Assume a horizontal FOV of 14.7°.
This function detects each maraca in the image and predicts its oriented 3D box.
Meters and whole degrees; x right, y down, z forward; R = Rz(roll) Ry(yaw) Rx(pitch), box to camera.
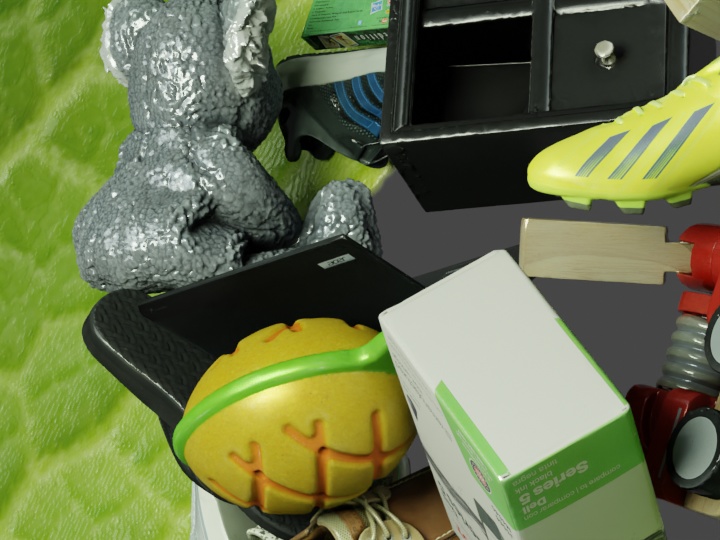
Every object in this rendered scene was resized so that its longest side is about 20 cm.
[{"bbox_3d":[-0.014,0.077,1.607,0.200,0.137,0.107,-23,65,18],"label":"maraca"}]

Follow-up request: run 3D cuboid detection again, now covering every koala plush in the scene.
[{"bbox_3d":[-0.101,-0.088,1.795,0.177,0.184,0.200,5,98,48],"label":"koala plush"}]

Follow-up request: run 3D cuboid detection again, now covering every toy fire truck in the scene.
[{"bbox_3d":[0.180,0.040,1.559,0.200,0.129,0.176,13,84,59],"label":"toy fire truck"}]

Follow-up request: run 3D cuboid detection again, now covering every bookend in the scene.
[{"bbox_3d":[0.124,-0.149,1.659,0.200,0.092,0.199,-4,63,19],"label":"bookend"}]

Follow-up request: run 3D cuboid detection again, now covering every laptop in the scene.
[{"bbox_3d":[0.000,0.000,1.678,0.177,0.200,0.103,-17,106,40],"label":"laptop"}]

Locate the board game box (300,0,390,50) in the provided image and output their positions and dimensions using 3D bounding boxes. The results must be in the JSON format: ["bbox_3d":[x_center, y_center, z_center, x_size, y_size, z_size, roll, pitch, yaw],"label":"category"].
[{"bbox_3d":[0.057,-0.198,1.810,0.200,0.023,0.105,-1,64,39],"label":"board game box"}]

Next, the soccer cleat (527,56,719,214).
[{"bbox_3d":[0.188,-0.081,1.526,0.065,0.200,0.084,-91,-8,-75],"label":"soccer cleat"}]

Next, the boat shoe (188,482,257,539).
[{"bbox_3d":[-0.089,0.198,1.791,0.071,0.070,0.201,-29,58,30],"label":"boat shoe"}]

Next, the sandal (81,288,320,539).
[{"bbox_3d":[-0.093,0.094,1.716,0.200,0.075,0.048,46,135,15],"label":"sandal"}]

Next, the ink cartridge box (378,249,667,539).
[{"bbox_3d":[0.097,0.112,1.534,0.084,0.200,0.146,-29,46,-9],"label":"ink cartridge box"}]

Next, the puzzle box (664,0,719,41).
[{"bbox_3d":[0.192,-0.194,1.620,0.025,0.133,0.200,-50,45,24],"label":"puzzle box"}]

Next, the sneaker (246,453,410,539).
[{"bbox_3d":[-0.027,0.157,1.730,0.077,0.089,0.200,-10,67,43],"label":"sneaker"}]

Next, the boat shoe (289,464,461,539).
[{"bbox_3d":[0.003,0.171,1.653,0.200,0.074,0.076,-36,50,-12],"label":"boat shoe"}]

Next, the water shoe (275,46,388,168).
[{"bbox_3d":[0.024,-0.107,1.817,0.200,0.071,0.079,-1,96,49],"label":"water shoe"}]
